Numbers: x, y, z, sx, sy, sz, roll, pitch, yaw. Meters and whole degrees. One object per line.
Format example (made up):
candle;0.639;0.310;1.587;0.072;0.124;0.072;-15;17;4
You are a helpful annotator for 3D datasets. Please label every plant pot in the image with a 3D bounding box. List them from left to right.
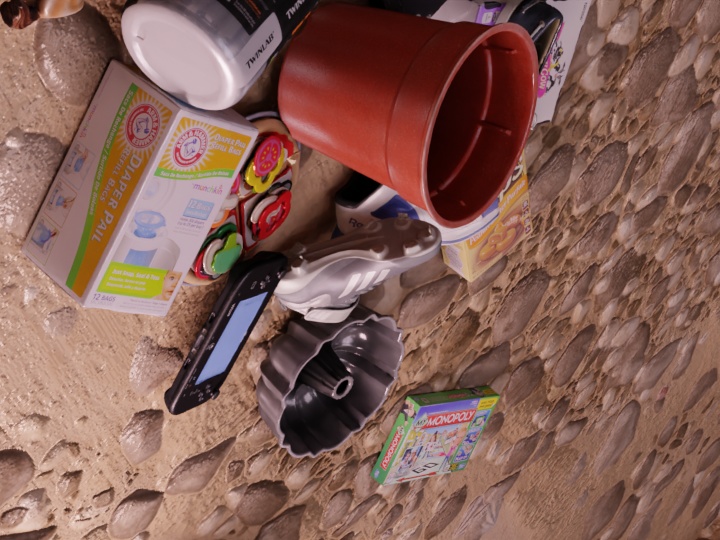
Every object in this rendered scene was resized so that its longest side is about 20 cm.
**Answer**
plant pot;0.038;-0.167;1.328;0.201;0.195;0.201;-38;140;-41

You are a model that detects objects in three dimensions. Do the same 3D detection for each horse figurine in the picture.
horse figurine;-0.219;-0.250;1.072;0.200;0.050;0.133;-49;171;-23

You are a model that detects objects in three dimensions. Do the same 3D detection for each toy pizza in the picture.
toy pizza;-0.121;-0.066;1.365;0.200;0.032;0.200;-43;153;-28

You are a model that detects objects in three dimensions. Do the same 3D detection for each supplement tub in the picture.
supplement tub;-0.100;-0.242;1.151;0.200;0.122;0.123;-55;151;-27

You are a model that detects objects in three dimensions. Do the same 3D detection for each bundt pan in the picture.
bundt pan;-0.045;0.119;1.615;0.202;0.076;0.202;-32;140;-31

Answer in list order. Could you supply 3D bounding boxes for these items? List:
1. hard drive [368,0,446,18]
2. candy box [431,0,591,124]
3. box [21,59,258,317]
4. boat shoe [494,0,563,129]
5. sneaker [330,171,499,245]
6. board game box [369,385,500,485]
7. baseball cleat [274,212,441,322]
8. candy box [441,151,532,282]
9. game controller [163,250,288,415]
hard drive;0.079;-0.345;1.380;0.200;0.038;0.140;-47;147;-8
candy box;0.154;-0.242;1.535;0.200;0.072;0.168;-16;132;-42
box;-0.198;-0.072;1.228;0.112;0.101;0.200;11;111;-55
boat shoe;0.161;-0.196;1.464;0.075;0.062;0.200;-4;124;-50
sneaker;0.057;-0.086;1.518;0.199;0.081;0.115;-16;130;-8
board game box;0.109;0.235;1.955;0.200;0.029;0.135;-1;121;-51
baseball cleat;0.000;0.000;1.497;0.107;0.200;0.070;66;20;-43
candy box;0.148;-0.092;1.680;0.115;0.055;0.200;-39;144;-19
game controller;-0.143;0.067;1.447;0.200;0.042;0.104;-61;172;21
